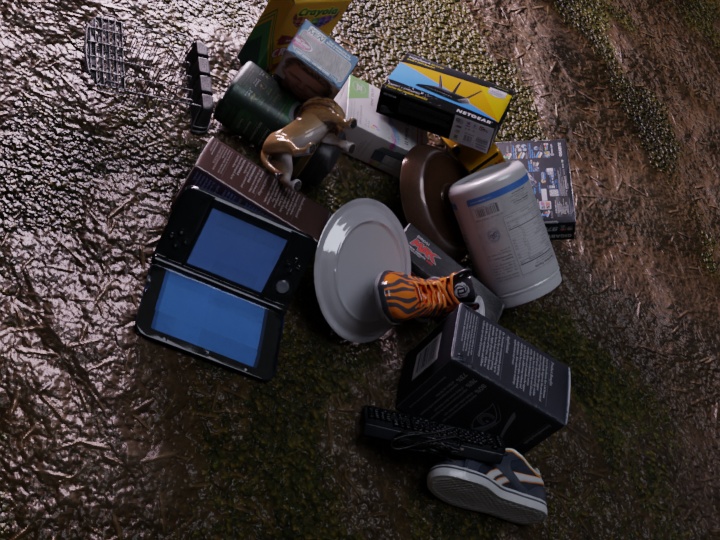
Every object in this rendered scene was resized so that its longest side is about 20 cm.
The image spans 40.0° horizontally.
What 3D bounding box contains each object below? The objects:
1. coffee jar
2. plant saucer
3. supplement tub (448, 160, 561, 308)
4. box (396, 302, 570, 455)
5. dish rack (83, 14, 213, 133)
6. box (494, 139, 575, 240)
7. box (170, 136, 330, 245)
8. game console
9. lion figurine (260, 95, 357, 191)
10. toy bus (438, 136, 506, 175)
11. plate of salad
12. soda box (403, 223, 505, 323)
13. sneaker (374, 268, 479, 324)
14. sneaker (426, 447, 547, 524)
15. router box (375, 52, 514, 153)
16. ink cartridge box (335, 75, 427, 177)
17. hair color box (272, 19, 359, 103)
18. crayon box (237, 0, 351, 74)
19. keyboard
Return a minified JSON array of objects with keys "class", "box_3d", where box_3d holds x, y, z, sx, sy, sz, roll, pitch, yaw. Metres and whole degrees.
[{"class":"coffee jar","box_3d":[-0.120,-0.220,1.509,0.198,0.085,0.105,35,44,-8]},{"class":"plant saucer","box_3d":[0.135,-0.110,1.594,0.199,0.034,0.204,24,59,-47]},{"class":"supplement tub","box_3d":[0.227,-0.058,1.559,0.131,0.130,0.203,-33,106,-46]},{"class":"box","box_3d":[0.173,0.165,1.388,0.198,0.148,0.105,31,45,-15]},{"class":"dish rack","box_3d":[-0.309,-0.293,1.452,0.197,0.055,0.156,9,52,-29]},{"class":"box","box_3d":[0.287,-0.141,1.716,0.155,0.046,0.203,-2,51,6]},{"class":"box","box_3d":[-0.151,-0.084,1.373,0.198,0.100,0.076,34,44,-11]},{"class":"game console","box_3d":[-0.169,0.017,1.278,0.197,0.173,0.119,22,20,-21]},{"class":"lion figurine","box_3d":[-0.083,-0.187,1.398,0.121,0.074,0.199,27,42,34]},{"class":"toy bus","box_3d":[0.189,-0.209,1.694,0.079,0.065,0.201,53,6,-29]},{"class":"plate of salad","box_3d":[0.000,0.000,1.405,0.198,0.047,0.205,-3,94,-45]},{"class":"soda box","box_3d":[0.124,0.025,1.518,0.199,0.063,0.071,39,44,-4]},{"class":"sneaker","box_3d":[0.099,0.027,1.380,0.199,0.110,0.079,1,76,-63]},{"class":"sneaker","box_3d":[0.170,0.282,1.349,0.198,0.078,0.081,26,49,-29]},{"class":"router box","box_3d":[0.141,-0.278,1.626,0.197,0.052,0.150,21,39,9]},{"class":"ink cartridge box","box_3d":[0.049,-0.229,1.652,0.197,0.067,0.119,22,47,-22]},{"class":"hair color box","box_3d":[-0.078,-0.296,1.516,0.099,0.200,0.061,34,75,-7]},{"class":"crayon box","box_3d":[-0.100,-0.396,1.574,0.126,0.200,0.051,-17,68,-42]},{"class":"keyboard","box_3d":[0.102,0.210,1.312,0.196,0.040,0.104,12,18,-5]}]
